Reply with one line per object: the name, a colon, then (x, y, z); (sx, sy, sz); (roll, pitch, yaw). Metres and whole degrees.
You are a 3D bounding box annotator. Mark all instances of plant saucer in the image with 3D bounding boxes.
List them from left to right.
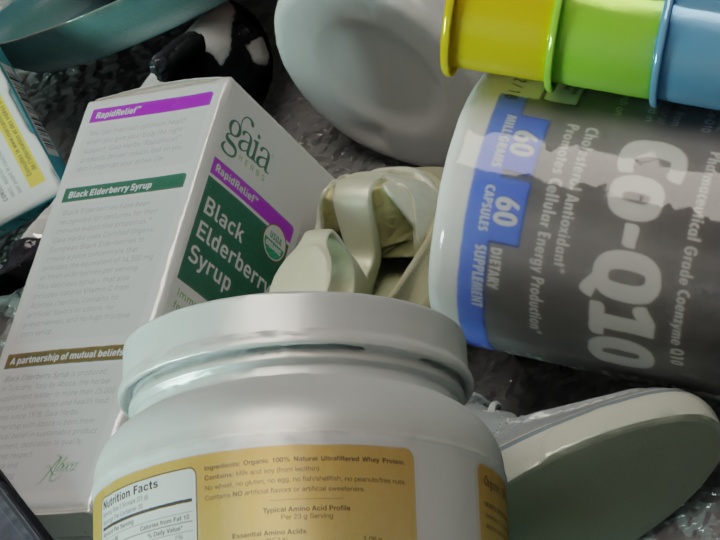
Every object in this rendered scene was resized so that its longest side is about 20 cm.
plant saucer: (-0.089, -0.142, 1.402); (0.200, 0.027, 0.200); (-25, 15, 7)

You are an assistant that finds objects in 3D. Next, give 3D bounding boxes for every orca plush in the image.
orca plush: (-0.081, -0.042, 1.311); (0.071, 0.105, 0.200); (34, 35, 2)

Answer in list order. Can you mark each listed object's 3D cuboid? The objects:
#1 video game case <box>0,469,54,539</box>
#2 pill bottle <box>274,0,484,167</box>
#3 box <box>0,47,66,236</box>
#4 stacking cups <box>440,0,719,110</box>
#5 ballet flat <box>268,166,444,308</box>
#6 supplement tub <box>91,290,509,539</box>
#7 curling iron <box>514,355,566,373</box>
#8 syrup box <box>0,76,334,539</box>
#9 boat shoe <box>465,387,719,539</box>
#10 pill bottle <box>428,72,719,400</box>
video game case: (-0.207, 0.106, 1.150); (0.143, 0.019, 0.200); (-45, 51, 2)
pill bottle: (0.057, -0.152, 1.337); (0.114, 0.114, 0.200); (12, 51, 32)
box: (-0.233, -0.022, 1.325); (0.200, 0.082, 0.049); (-28, -2, 2)
stacking cups: (0.132, -0.087, 1.096); (0.200, 0.061, 0.061); (9, 48, 9)
ballet flat: (0.000, 0.000, 1.188); (0.069, 0.070, 0.200); (2, 36, 24)
supplement tub: (-0.019, 0.121, 1.013); (0.144, 0.145, 0.200); (-8, 69, 15)
curling iron: (0.013, 0.022, 1.238); (0.200, 0.026, 0.050); (-4, 43, 19)
syrup box: (-0.085, 0.027, 1.195); (0.081, 0.079, 0.200); (-5, 55, 37)
boat shoe: (0.037, 0.081, 1.132); (0.200, 0.070, 0.072); (-24, 47, 3)
pill bottle: (0.136, -0.008, 1.136); (0.200, 0.114, 0.114); (12, 50, 15)
